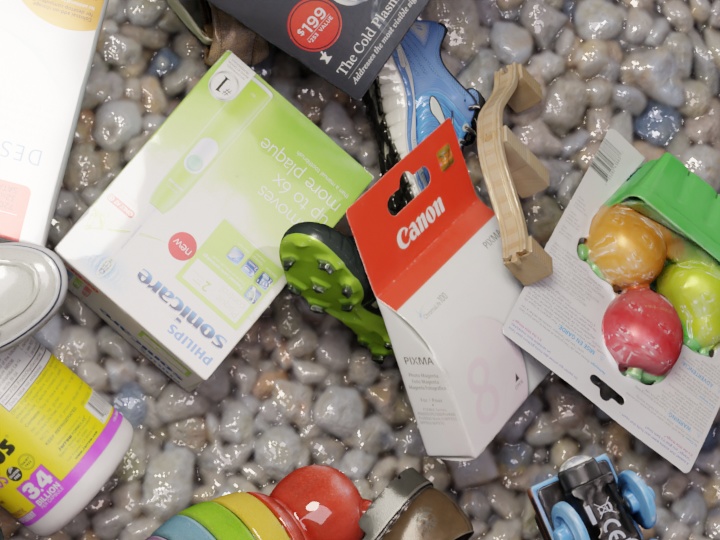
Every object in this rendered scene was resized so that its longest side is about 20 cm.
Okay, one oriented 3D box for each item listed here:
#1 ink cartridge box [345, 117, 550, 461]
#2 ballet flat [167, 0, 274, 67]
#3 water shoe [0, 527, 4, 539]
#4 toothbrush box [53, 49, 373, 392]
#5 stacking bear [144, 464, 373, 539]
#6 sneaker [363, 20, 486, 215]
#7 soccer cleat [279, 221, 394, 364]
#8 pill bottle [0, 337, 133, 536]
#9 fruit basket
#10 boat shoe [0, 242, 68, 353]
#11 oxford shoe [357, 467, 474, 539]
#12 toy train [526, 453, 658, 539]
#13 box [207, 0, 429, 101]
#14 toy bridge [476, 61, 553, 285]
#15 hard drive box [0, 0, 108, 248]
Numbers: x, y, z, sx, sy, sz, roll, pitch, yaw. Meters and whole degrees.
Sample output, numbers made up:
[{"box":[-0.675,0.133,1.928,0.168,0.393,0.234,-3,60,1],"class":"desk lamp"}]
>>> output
[{"box":[0.074,0.012,1.730,0.163,0.057,0.201,-44,126,-48],"class":"ink cartridge box"},{"box":[-0.128,-0.244,1.797,0.067,0.068,0.201,-21,84,-10],"class":"ballet flat"},{"box":[-0.333,0.149,1.689,0.079,0.072,0.200,-40,91,10],"class":"water shoe"},{"box":[-0.111,-0.035,1.753,0.146,0.086,0.200,41,76,-4],"class":"toothbrush box"},{"box":[-0.081,0.209,1.706,0.200,0.121,0.114,-30,121,-28],"class":"stacking bear"},{"box":[0.059,-0.099,1.808,0.089,0.079,0.201,-11,83,-12],"class":"sneaker"},{"box":[0.000,0.000,1.736,0.067,0.200,0.081,5,68,29],"class":"soccer cleat"},{"box":[-0.263,0.086,1.676,0.200,0.104,0.104,42,74,-10],"class":"pill bottle"},{"box":[0.213,0.022,1.799,0.185,0.094,0.200,36,68,-14],"class":"fruit basket"},{"box":[-0.295,0.027,1.575,0.201,0.086,0.075,-13,86,4],"class":"boat shoe"},{"box":[0.008,0.243,1.690,0.084,0.073,0.200,35,88,19],"class":"oxford shoe"},{"box":[0.187,0.233,1.760,0.086,0.114,0.201,-23,87,-19],"class":"toy train"},{"box":[-0.025,-0.259,1.709,0.182,0.104,0.200,32,101,-17],"class":"box"},{"box":[0.113,-0.081,1.778,0.067,0.027,0.201,44,33,-38],"class":"toy bridge"},{"box":[-0.270,-0.122,1.656,0.155,0.077,0.201,14,78,-10],"class":"hard drive box"}]
